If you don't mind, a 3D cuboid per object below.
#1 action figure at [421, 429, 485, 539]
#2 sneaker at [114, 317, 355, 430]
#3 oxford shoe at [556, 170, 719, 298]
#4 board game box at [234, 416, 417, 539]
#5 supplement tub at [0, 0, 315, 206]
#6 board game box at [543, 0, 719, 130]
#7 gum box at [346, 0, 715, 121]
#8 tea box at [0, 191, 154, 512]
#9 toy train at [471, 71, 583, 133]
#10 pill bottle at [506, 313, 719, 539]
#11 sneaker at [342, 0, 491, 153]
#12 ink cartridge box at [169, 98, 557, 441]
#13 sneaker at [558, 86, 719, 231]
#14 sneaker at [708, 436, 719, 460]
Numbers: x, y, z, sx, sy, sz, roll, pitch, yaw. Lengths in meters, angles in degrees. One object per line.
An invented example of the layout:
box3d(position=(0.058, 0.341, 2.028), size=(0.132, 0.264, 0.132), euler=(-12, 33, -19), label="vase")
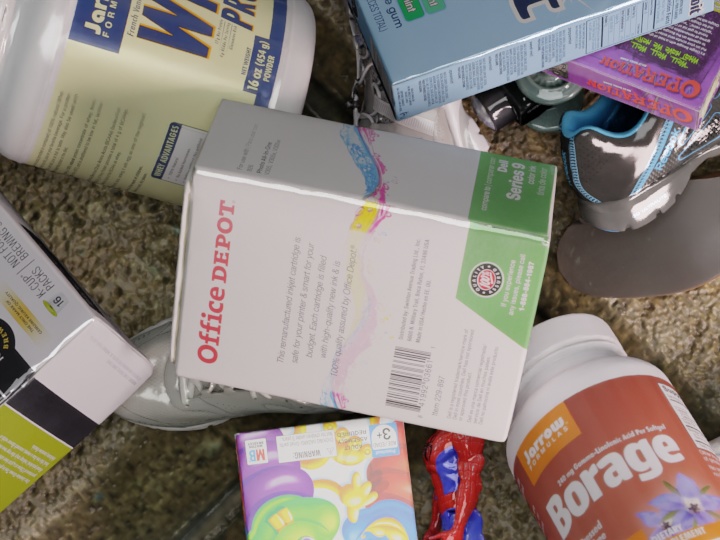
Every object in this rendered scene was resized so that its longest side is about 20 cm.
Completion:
box3d(position=(0.061, 0.164, 1.264), size=(0.051, 0.065, 0.201), euler=(-6, 83, -11), label="action figure")
box3d(position=(-0.064, 0.058, 1.258), size=(0.199, 0.092, 0.076), euler=(-6, 87, 0), label="sneaker")
box3d(position=(0.222, -0.029, 1.286), size=(0.199, 0.071, 0.072), euler=(-18, 85, 14), label="oxford shoe")
box3d(position=(-0.014, 0.192, 1.243), size=(0.103, 0.105, 0.201), euler=(-7, 85, -1), label="board game box")
box3d(position=(-0.140, -0.121, 1.225), size=(0.199, 0.145, 0.146), euler=(15, 86, -13), label="supplement tub")
box3d(position=(0.133, -0.171, 1.225), size=(0.199, 0.032, 0.120), euler=(24, 65, 16), label="board game box")
box3d(position=(0.084, -0.198, 1.203), size=(0.199, 0.045, 0.170), euler=(-19, 64, -5), label="gum box")
box3d(position=(-0.268, 0.040, 1.214), size=(0.197, 0.134, 0.200), euler=(-41, 71, -4), label="tea box")
box3d(position=(0.141, -0.172, 1.286), size=(0.200, 0.085, 0.114), euler=(-34, 78, -3), label="toy train")
box3d(position=(0.154, 0.125, 1.211), size=(0.112, 0.112, 0.200), euler=(-27, 52, -2), label="pill bottle")
box3d(position=(0.021, -0.106, 1.278), size=(0.082, 0.075, 0.201), euler=(-24, 87, -4), label="sneaker")
box3d(position=(0.000, 0.000, 1.159), size=(0.199, 0.088, 0.146), euler=(10, 125, 2), label="ink cartridge box")
box3d(position=(0.206, -0.109, 1.242), size=(0.200, 0.073, 0.082), euler=(-40, 129, -12), label="sneaker")
box3d(position=(0.289, 0.091, 1.280), size=(0.199, 0.075, 0.089), euler=(-9, 74, -7), label="sneaker")
